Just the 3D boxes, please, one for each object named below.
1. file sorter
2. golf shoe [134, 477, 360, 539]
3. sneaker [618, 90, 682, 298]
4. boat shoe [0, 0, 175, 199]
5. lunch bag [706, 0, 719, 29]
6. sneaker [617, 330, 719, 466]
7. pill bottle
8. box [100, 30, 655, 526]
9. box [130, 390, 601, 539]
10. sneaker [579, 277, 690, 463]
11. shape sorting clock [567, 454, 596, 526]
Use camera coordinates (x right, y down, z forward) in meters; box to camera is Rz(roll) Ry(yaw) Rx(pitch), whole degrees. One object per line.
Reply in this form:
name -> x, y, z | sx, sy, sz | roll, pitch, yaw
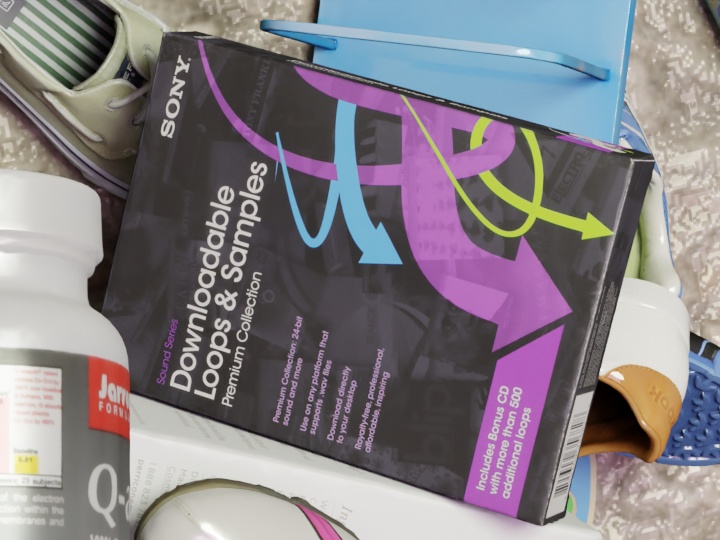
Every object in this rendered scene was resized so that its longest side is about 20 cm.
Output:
file sorter -> 0.037, -0.136, 1.084 | 0.138, 0.123, 0.202 | 8, 92, 17
golf shoe -> 0.001, 0.150, 0.948 | 0.200, 0.092, 0.073 | 42, 92, -15
sneaker -> 0.097, -0.066, 1.168 | 0.075, 0.077, 0.201 | -26, 103, -17
boat shoe -> -0.110, -0.081, 1.090 | 0.199, 0.062, 0.072 | 32, 82, -22
lunch bag -> 0.259, -0.153, 1.227 | 0.199, 0.077, 0.161 | -33, 105, -17
sneaker -> 0.085, 0.018, 1.128 | 0.199, 0.070, 0.078 | 21, 44, -12
pill bottle -> -0.138, 0.072, 0.927 | 0.115, 0.116, 0.202 | 3, 78, -22
box -> 0.000, 0.000, 1.013 | 0.199, 0.036, 0.144 | 16, 98, 21
box -> -0.026, 0.119, 1.063 | 0.198, 0.152, 0.107 | 14, 95, -13
sneaker -> 0.030, 0.045, 1.049 | 0.198, 0.085, 0.073 | -2, 135, 12
shape sorting clock -> 0.016, 0.103, 1.169 | 0.198, 0.039, 0.202 | -2, 95, -22
